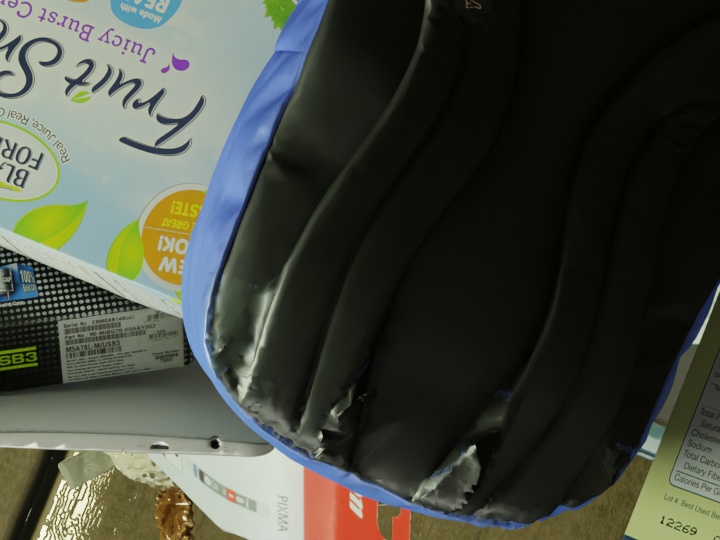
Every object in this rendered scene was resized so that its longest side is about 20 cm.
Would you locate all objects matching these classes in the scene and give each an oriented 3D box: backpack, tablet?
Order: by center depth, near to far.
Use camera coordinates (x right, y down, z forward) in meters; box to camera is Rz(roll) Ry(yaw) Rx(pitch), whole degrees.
[{"bbox_3d":[0.037,-0.024,0.677,0.162,0.201,0.168,22,176,-7],"label":"backpack"},{"bbox_3d":[-0.100,0.033,0.926,0.129,0.014,0.200,3,-160,-4],"label":"tablet"}]

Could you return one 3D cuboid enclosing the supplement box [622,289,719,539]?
[{"bbox_3d":[0.221,0.057,0.731,0.134,0.201,0.200,18,174,46],"label":"supplement box"}]

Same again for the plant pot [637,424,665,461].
[{"bbox_3d":[0.173,0.035,1.174,0.199,0.135,0.200,22,176,2],"label":"plant pot"}]

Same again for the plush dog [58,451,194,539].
[{"bbox_3d":[-0.098,0.063,1.284,0.199,0.161,0.172,10,151,-8],"label":"plush dog"}]

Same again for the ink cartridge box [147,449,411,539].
[{"bbox_3d":[-0.048,0.081,1.113,0.050,0.163,0.200,-19,-140,-26],"label":"ink cartridge box"}]

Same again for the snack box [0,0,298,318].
[{"bbox_3d":[-0.101,-0.086,0.830,0.199,0.169,0.068,22,173,18],"label":"snack box"}]

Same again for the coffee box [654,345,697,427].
[{"bbox_3d":[0.077,-0.018,1.052,0.114,0.080,0.200,29,-173,-44],"label":"coffee box"}]

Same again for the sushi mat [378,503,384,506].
[{"bbox_3d":[0.049,0.120,1.210,0.199,0.012,0.096,-8,178,13],"label":"sushi mat"}]

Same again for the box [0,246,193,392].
[{"bbox_3d":[-0.181,-0.028,0.899,0.199,0.194,0.048,-7,137,-10],"label":"box"}]

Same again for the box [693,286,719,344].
[{"bbox_3d":[0.104,-0.017,0.883,0.199,0.083,0.049,1,-157,41],"label":"box"}]
